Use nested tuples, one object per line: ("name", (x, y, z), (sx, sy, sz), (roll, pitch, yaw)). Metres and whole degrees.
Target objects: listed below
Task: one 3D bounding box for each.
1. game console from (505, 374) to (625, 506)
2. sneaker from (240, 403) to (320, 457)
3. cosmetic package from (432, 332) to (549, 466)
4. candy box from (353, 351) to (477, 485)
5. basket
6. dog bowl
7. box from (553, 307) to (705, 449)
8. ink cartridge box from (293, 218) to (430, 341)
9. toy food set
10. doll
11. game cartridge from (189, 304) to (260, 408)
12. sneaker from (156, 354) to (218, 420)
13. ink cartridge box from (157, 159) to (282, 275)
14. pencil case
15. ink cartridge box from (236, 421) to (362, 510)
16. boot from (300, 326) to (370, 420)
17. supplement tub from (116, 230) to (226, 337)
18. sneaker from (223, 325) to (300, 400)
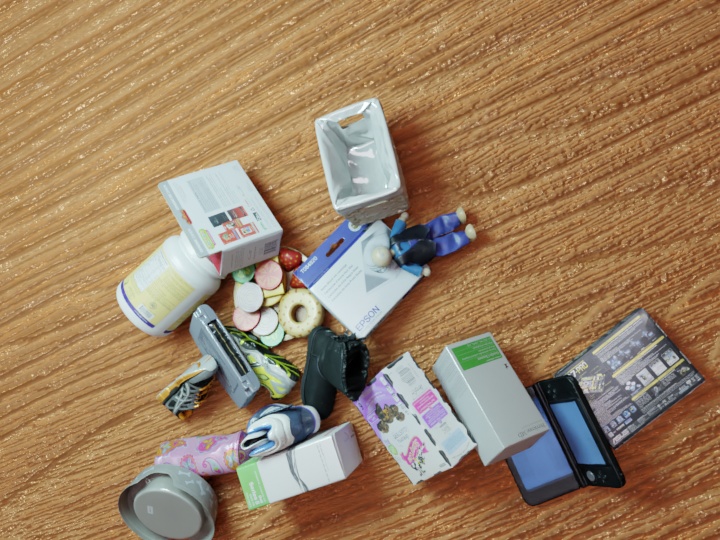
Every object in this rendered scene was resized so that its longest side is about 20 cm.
("game console", (0.337, 0.306, 1.105), (0.115, 0.176, 0.202), (-22, 81, -18))
("sneaker", (-0.187, 0.303, 1.177), (0.199, 0.146, 0.082), (-18, 82, 37))
("cosmetic package", (0.225, 0.224, 1.101), (0.107, 0.085, 0.201), (-14, 57, -26))
("candy box", (0.091, 0.273, 1.133), (0.071, 0.168, 0.201), (-30, 76, -32))
("basket", (0.008, -0.198, 1.191), (0.134, 0.123, 0.202), (-17, 69, 11))
("dog bowl", (-0.375, 0.468, 1.242), (0.197, 0.059, 0.202), (5, 119, 8))
("box", (0.474, 0.191, 1.112), (0.200, 0.049, 0.162), (-41, 80, 7))
("ink cartridge box", (0.000, 0.000, 1.217), (0.200, 0.041, 0.200), (42, 82, 12))
("toy food set", (-0.174, 0.051, 1.271), (0.196, 0.049, 0.203), (-13, 84, 12))
("doll", (0.112, -0.056, 1.184), (0.198, 0.049, 0.138), (-22, 71, -8))
("game cartridge", (-0.274, 0.175, 1.249), (0.040, 0.133, 0.201), (-29, 78, -34))
("sneaker", (-0.337, 0.238, 1.266), (0.077, 0.078, 0.200), (51, 130, 0))
("ink cartridge box", (-0.278, -0.100, 1.223), (0.174, 0.084, 0.201), (-21, 63, -28))
("pencil case", (-0.313, 0.378, 1.265), (0.197, 0.087, 0.089), (-11, 84, 11))
("ink cartridge box", (-0.110, 0.367, 1.185), (0.198, 0.145, 0.085), (-21, 82, 11))
("boot", (-0.045, 0.203, 1.166), (0.073, 0.162, 0.201), (0, 97, -30))
("supplement tub", (-0.377, 0.021, 1.271), (0.200, 0.145, 0.146), (-41, 79, 7))
("sneaker", (-0.218, 0.184, 1.261), (0.199, 0.075, 0.077), (35, 100, 17))
